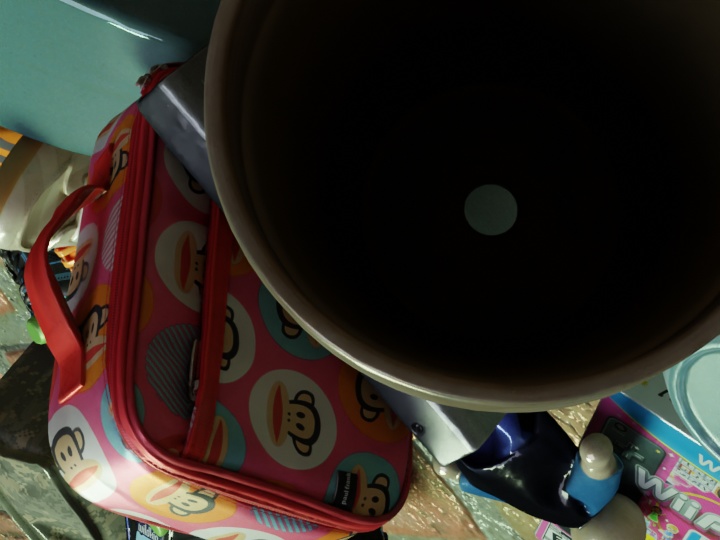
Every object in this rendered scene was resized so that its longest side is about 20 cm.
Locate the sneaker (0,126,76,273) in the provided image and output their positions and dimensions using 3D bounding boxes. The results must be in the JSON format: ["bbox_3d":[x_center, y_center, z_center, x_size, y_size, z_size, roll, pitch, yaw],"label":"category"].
[{"bbox_3d":[-0.163,-0.025,1.020,0.077,0.113,0.200,-23,154,25],"label":"sneaker"}]

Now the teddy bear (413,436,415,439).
[{"bbox_3d":[0.000,0.000,0.986,0.200,0.067,0.145,49,142,-2],"label":"teddy bear"}]

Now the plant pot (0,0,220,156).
[{"bbox_3d":[-0.123,-0.144,0.851,0.199,0.142,0.142,26,150,11],"label":"plant pot"}]

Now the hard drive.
[{"bbox_3d":[0.010,-0.032,0.758,0.200,0.140,0.033,49,136,-6],"label":"hard drive"}]

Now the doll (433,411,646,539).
[{"bbox_3d":[0.076,0.084,0.862,0.200,0.049,0.136,46,151,-23],"label":"doll"}]

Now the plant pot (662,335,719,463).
[{"bbox_3d":[0.194,0.015,0.681,0.200,0.135,0.201,30,150,19],"label":"plant pot"}]

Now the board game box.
[{"bbox_3d":[0.184,0.122,0.921,0.147,0.064,0.200,33,150,13],"label":"board game box"}]

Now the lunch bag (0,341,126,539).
[{"bbox_3d":[-0.178,0.133,1.270,0.117,0.164,0.201,15,143,34],"label":"lunch bag"}]

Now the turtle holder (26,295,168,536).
[{"bbox_3d":[-0.098,0.039,0.952,0.141,0.131,0.186,32,148,46],"label":"turtle holder"}]

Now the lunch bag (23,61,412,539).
[{"bbox_3d":[-0.062,0.014,0.754,0.176,0.201,0.082,21,144,-30],"label":"lunch bag"}]

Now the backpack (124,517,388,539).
[{"bbox_3d":[-0.075,0.125,1.159,0.182,0.134,0.201,5,112,31],"label":"backpack"}]

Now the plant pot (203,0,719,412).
[{"bbox_3d":[0.050,-0.039,0.630,0.200,0.200,0.174,36,171,8],"label":"plant pot"}]

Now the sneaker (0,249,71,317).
[{"bbox_3d":[-0.219,-0.005,1.213,0.199,0.082,0.073,23,149,32],"label":"sneaker"}]

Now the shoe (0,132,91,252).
[{"bbox_3d":[-0.136,-0.056,0.943,0.053,0.200,0.070,26,119,14],"label":"shoe"}]
